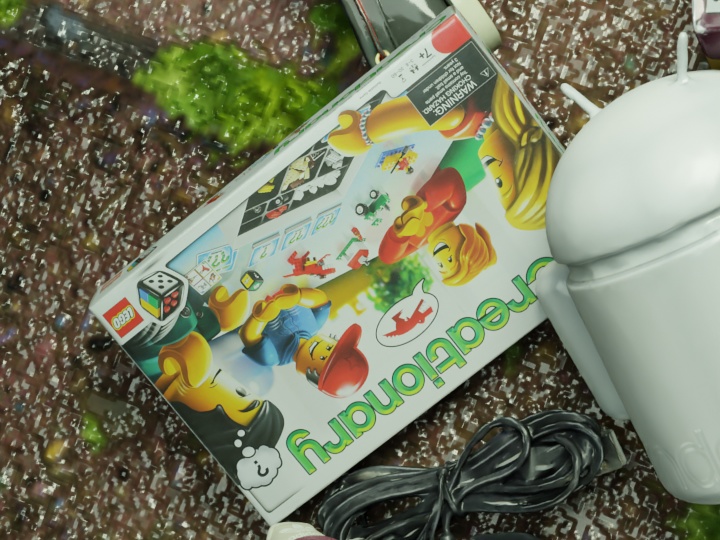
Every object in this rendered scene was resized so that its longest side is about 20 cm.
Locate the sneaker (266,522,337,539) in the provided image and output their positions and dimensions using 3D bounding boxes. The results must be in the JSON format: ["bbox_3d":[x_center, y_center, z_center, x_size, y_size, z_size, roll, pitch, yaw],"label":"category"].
[{"bbox_3d":[-0.031,0.204,0.791,0.090,0.074,0.202,50,127,54],"label":"sneaker"}]

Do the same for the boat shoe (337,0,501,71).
[{"bbox_3d":[-0.018,-0.162,0.839,0.063,0.074,0.202,-34,78,1],"label":"boat shoe"}]

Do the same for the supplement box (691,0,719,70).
[{"bbox_3d":[0.234,-0.124,0.727,0.198,0.131,0.104,2,83,18],"label":"supplement box"}]

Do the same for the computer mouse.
[{"bbox_3d":[0.064,0.168,0.780,0.137,0.053,0.202,-21,67,23],"label":"computer mouse"}]

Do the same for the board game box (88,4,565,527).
[{"bbox_3d":[0.000,0.000,0.805,0.199,0.035,0.127,-38,101,9],"label":"board game box"}]

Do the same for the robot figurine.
[{"bbox_3d":[0.143,0.009,0.728,0.169,0.113,0.201,-22,97,41],"label":"robot figurine"}]
